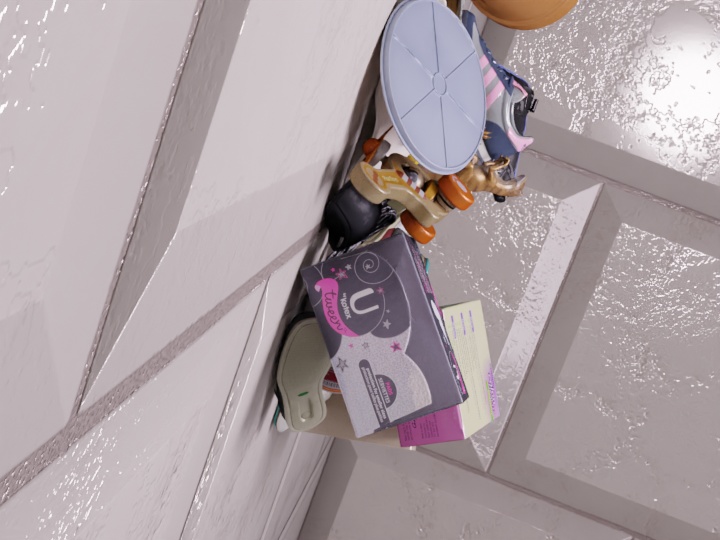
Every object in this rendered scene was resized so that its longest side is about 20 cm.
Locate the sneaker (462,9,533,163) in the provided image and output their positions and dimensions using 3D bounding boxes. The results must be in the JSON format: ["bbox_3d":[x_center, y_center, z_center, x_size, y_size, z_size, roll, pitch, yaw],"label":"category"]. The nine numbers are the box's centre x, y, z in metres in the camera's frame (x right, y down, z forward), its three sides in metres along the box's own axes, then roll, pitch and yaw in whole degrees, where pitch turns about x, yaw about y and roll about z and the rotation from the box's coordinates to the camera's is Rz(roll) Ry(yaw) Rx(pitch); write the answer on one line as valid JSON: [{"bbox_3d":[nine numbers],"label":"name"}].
[{"bbox_3d":[0.174,-0.247,1.526,0.070,0.082,0.201,-42,120,-72],"label":"sneaker"}]

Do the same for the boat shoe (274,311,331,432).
[{"bbox_3d":[-0.077,0.116,1.435,0.201,0.071,0.068,96,-25,-47],"label":"boat shoe"}]

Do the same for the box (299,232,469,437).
[{"bbox_3d":[0.028,0.073,1.325,0.115,0.131,0.201,22,49,-80],"label":"box"}]

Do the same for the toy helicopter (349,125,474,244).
[{"bbox_3d":[0.036,-0.103,1.287,0.079,0.133,0.200,-41,166,20],"label":"toy helicopter"}]

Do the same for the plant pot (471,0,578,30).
[{"bbox_3d":[0.231,-0.464,1.735,0.140,0.199,0.201,-15,128,-65],"label":"plant pot"}]

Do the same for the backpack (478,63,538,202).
[{"bbox_3d":[0.130,-0.216,1.653,0.200,0.146,0.184,25,77,-45],"label":"backpack"}]

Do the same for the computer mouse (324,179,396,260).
[{"bbox_3d":[0.015,-0.070,1.404,0.140,0.046,0.200,-44,166,-20],"label":"computer mouse"}]

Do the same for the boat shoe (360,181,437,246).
[{"bbox_3d":[0.045,-0.073,1.693,0.200,0.075,0.069,-37,149,-34],"label":"boat shoe"}]

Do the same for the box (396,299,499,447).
[{"bbox_3d":[0.114,0.140,1.641,0.200,0.096,0.177,-8,87,-69],"label":"box"}]

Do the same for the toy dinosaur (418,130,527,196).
[{"bbox_3d":[0.123,-0.128,1.493,0.061,0.199,0.107,-93,-167,-56],"label":"toy dinosaur"}]

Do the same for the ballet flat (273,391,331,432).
[{"bbox_3d":[-0.058,0.138,1.635,0.069,0.069,0.201,91,20,-78],"label":"ballet flat"}]

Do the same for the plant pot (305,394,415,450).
[{"bbox_3d":[-0.004,0.165,1.761,0.200,0.199,0.178,76,23,-83],"label":"plant pot"}]

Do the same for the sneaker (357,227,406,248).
[{"bbox_3d":[0.000,0.000,1.550,0.074,0.086,0.200,-61,180,-34],"label":"sneaker"}]

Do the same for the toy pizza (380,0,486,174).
[{"bbox_3d":[0.078,-0.206,1.311,0.200,0.032,0.202,10,78,-50],"label":"toy pizza"}]

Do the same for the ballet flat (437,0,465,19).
[{"bbox_3d":[0.089,-0.297,1.399,0.201,0.072,0.072,92,18,-57],"label":"ballet flat"}]

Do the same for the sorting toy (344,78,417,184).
[{"bbox_3d":[0.043,-0.165,1.461,0.180,0.107,0.200,-51,178,7],"label":"sorting toy"}]

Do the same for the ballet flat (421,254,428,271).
[{"bbox_3d":[0.059,0.016,1.665,0.200,0.072,0.072,83,28,-82],"label":"ballet flat"}]

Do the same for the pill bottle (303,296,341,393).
[{"bbox_3d":[-0.020,0.074,1.501,0.200,0.112,0.113,104,8,-63],"label":"pill bottle"}]
